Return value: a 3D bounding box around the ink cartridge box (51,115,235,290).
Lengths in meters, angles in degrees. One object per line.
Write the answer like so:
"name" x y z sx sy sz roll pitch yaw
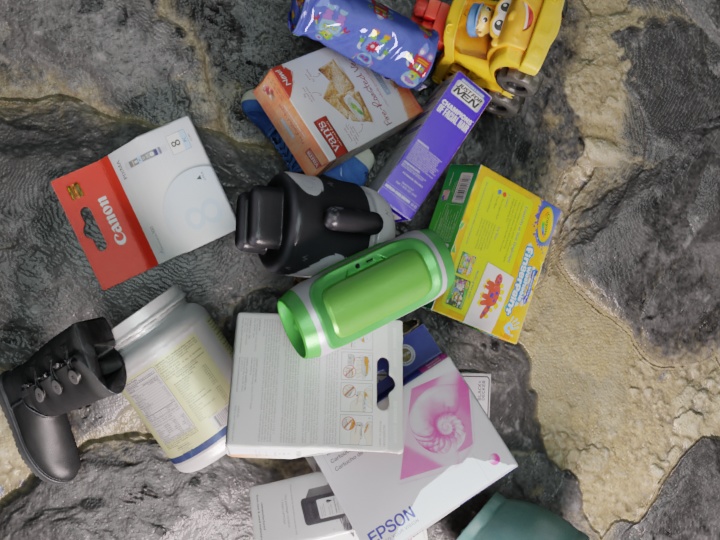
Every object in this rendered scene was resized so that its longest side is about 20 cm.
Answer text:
"ink cartridge box" -0.280 -0.088 1.009 0.198 0.047 0.162 -26 96 -12

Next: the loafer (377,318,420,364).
"loafer" -0.011 0.081 0.966 0.197 0.075 0.071 -8 95 -11

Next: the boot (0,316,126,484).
"boot" -0.346 0.163 0.935 0.199 0.066 0.166 -27 97 29

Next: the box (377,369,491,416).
"box" 0.064 0.184 0.992 0.197 0.060 0.119 2 89 -14

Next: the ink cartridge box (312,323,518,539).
"ink cartridge box" 0.046 0.190 0.886 0.195 0.043 0.201 -32 74 -5

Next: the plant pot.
"plant pot" 0.198 0.394 1.055 0.134 0.201 0.200 41 82 18

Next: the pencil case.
"pencil case" 0.003 -0.297 0.964 0.198 0.087 0.079 19 44 -24

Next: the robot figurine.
"robot figurine" -0.052 -0.050 0.943 0.198 0.151 0.126 6 120 -30

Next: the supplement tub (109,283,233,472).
"supplement tub" -0.224 0.134 0.974 0.144 0.145 0.201 -35 97 -9

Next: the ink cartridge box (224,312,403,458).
"ink cartridge box" -0.051 0.133 0.893 0.197 0.050 0.164 4 64 -5

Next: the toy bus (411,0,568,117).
"toy bus" 0.158 -0.313 1.025 0.190 0.200 0.137 23 84 -3

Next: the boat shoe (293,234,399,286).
"boat shoe" 0.000 0.000 1.064 0.197 0.072 0.068 -13 127 -19

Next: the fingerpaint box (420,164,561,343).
"fingerpaint box" 0.170 -0.022 1.065 0.165 0.073 0.203 21 87 -32

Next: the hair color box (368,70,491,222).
"hair color box" 0.087 -0.163 1.051 0.064 0.109 0.201 33 85 -10

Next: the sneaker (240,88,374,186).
"sneaker" -0.085 -0.151 1.029 0.198 0.077 0.112 30 72 -17

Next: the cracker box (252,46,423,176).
"cracker box" -0.025 -0.219 1.002 0.199 0.058 0.135 -35 92 -39

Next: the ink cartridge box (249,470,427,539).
"ink cartridge box" -0.023 0.306 0.958 0.197 0.146 0.084 -13 57 0

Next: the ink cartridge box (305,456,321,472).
"ink cartridge box" -0.040 0.169 1.043 0.144 0.084 0.202 -31 97 -9

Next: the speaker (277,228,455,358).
"speaker" 0.008 0.024 0.880 0.198 0.088 0.089 -25 96 -19
